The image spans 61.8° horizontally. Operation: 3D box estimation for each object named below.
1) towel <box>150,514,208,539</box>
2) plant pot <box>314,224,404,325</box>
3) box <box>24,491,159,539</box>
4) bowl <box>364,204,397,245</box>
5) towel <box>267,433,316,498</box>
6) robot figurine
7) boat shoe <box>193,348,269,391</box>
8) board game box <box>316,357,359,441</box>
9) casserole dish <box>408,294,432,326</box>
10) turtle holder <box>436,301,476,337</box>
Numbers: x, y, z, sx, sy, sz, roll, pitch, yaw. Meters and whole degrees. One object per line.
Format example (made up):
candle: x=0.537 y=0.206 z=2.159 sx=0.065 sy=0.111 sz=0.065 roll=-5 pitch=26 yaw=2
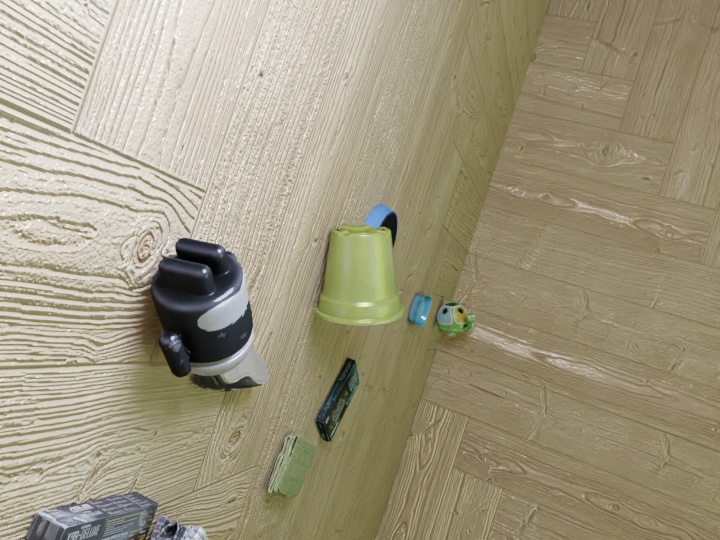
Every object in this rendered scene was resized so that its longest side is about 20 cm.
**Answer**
towel: x=-0.324 y=0.518 z=0.992 sx=0.166 sy=0.085 sz=0.201 roll=-54 pitch=156 yaw=-38
plant pot: x=0.000 y=0.000 z=1.302 sx=0.200 sy=0.199 sz=0.185 roll=-27 pitch=121 yaw=-64
box: x=-0.369 y=0.389 z=0.794 sx=0.200 sy=0.050 sz=0.159 roll=37 pitch=71 yaw=-70
bowl: x=0.044 y=-0.069 z=1.558 sx=0.201 sy=0.039 sz=0.202 roll=18 pitch=90 yaw=-72
towel: x=-0.166 y=0.476 z=1.467 sx=0.200 sy=0.036 sz=0.149 roll=61 pitch=49 yaw=-64
robot figurine: x=-0.214 y=0.052 z=0.818 sx=0.150 sy=0.125 sz=0.201 roll=-25 pitch=138 yaw=-25
boat shoe: x=-0.218 y=0.173 z=1.035 sx=0.200 sy=0.057 sz=0.067 roll=33 pitch=40 yaw=-74
board game box: x=-0.060 y=0.360 z=1.670 sx=0.136 sy=0.028 sz=0.201 roll=83 pitch=30 yaw=-52
casserole dish: x=0.224 y=0.147 z=2.261 sx=0.122 sy=0.039 sz=0.200 roll=-71 pitch=161 yaw=-1
turtle holder: x=0.419 y=0.217 z=2.681 sx=0.185 sy=0.140 sz=0.133 roll=-142 pitch=-133 yaw=-71
